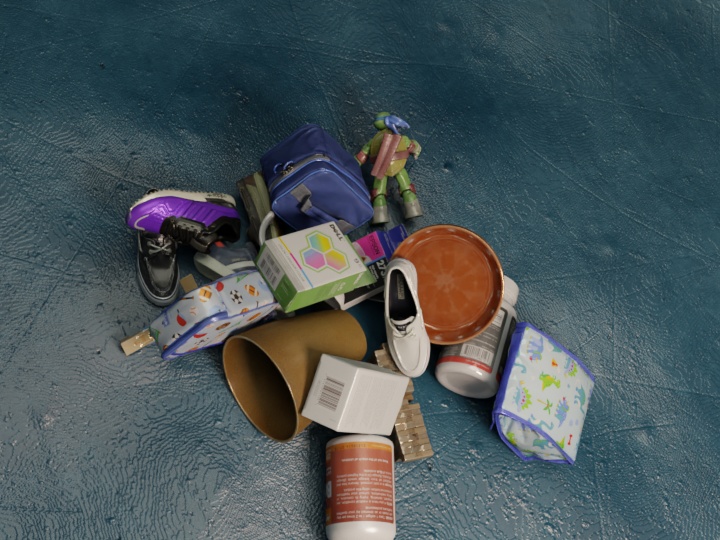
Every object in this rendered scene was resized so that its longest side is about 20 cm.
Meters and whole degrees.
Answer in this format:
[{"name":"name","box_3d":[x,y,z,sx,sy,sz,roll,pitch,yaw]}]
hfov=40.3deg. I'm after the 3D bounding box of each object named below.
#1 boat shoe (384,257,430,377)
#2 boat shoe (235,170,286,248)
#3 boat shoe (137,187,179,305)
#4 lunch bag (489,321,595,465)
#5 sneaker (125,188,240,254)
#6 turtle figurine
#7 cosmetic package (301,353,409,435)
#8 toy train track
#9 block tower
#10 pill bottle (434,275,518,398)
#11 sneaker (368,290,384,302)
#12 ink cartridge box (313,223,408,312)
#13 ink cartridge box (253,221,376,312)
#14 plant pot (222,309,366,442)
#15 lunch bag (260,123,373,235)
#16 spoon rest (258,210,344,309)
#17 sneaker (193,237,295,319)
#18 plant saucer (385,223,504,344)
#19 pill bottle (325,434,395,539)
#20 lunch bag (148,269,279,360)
[{"name":"boat shoe","box_3d":[0.068,0.083,1.610,0.073,0.065,0.202,-10,99,13]},{"name":"boat shoe","box_3d":[-0.168,-0.071,1.717,0.064,0.073,0.202,-16,80,8]},{"name":"boat shoe","box_3d":[-0.341,-0.043,1.652,0.071,0.068,0.202,-1,68,-16]},{"name":"lunch bag","box_3d":[0.293,0.208,1.650,0.200,0.126,0.171,46,54,-41]},{"name":"sneaker","box_3d":[-0.282,-0.074,1.610,0.198,0.070,0.100,-5,58,-33]},{"name":"turtle figurine","box_3d":[0.045,-0.186,1.815,0.143,0.199,0.196,-10,90,-42]},{"name":"cosmetic package","box_3d":[-0.004,0.197,1.541,0.071,0.200,0.102,19,88,28]},{"name":"toy train track","box_3d":[-0.306,0.079,1.628,0.199,0.032,0.116,-30,109,-17]},{"name":"block tower","box_3d":[0.064,0.225,1.657,0.053,0.058,0.202,-9,68,-18]},{"name":"pill bottle","box_3d":[0.208,0.110,1.710,0.115,0.116,0.202,23,63,-5]},{"name":"sneaker","box_3d":[0.061,0.033,1.735,0.198,0.083,0.072,21,84,20]},{"name":"ink cartridge box","box_3d":[0.000,0.000,1.696,0.198,0.037,0.095,-26,74,6]},{"name":"ink cartridge box","box_3d":[-0.060,-0.013,1.572,0.199,0.059,0.104,-17,64,-39]},{"name":"plant pot","box_3d":[-0.091,0.145,1.592,0.199,0.187,0.187,-31,78,-35]},{"name":"lunch bag","box_3d":[-0.074,-0.141,1.675,0.135,0.200,0.133,-33,53,18]},{"name":"spoon rest","box_3d":[-0.102,-0.006,1.642,0.061,0.099,0.200,-43,86,-12]},{"name":"sneaker","box_3d":[-0.183,0.005,1.670,0.199,0.075,0.085,34,68,1]},{"name":"plant saucer","box_3d":[0.140,0.022,1.633,0.198,0.032,0.203,2,102,10]},{"name":"pill bottle","box_3d":[0.000,0.368,1.546,0.111,0.112,0.202,5,66,-13]},{"name":"lunch bag","box_3d":[-0.224,0.072,1.536,0.199,0.160,0.076,-12,67,-56]}]
